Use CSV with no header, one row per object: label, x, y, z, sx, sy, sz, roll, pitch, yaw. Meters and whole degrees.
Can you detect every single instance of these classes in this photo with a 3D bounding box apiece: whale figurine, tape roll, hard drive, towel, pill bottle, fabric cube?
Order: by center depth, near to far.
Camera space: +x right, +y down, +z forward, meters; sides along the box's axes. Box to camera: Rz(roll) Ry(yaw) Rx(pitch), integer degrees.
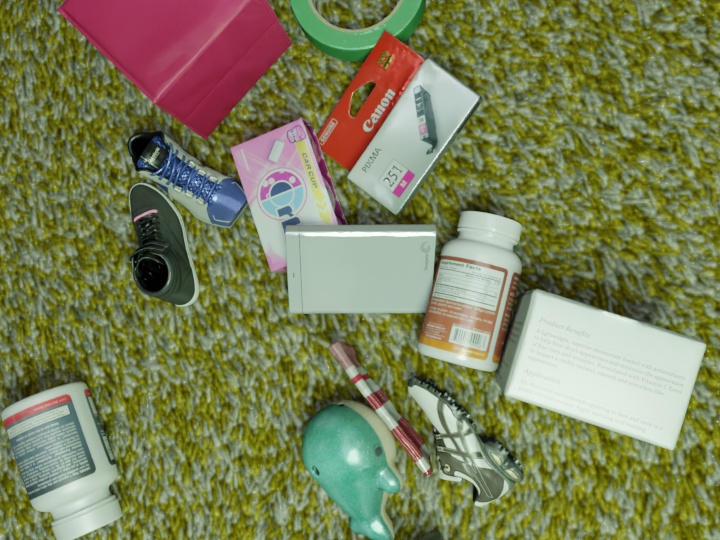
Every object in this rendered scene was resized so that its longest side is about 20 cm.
towel,0.030,0.177,0.941,0.023,0.144,0.200,-38,82,-1
whale figurine,-0.015,0.276,0.943,0.159,0.104,0.201,2,107,46
pill bottle,0.153,0.027,0.956,0.112,0.112,0.201,14,87,8
hard drive,0.000,0.000,0.972,0.199,0.027,0.132,-1,121,-2
fabric cube,-0.248,-0.340,0.992,0.196,0.200,0.199,44,92,7
pill bottle,-0.414,0.271,1.002,0.119,0.120,0.200,-24,82,5
tape roll,-0.004,-0.412,1.045,0.200,0.048,0.201,-1,85,6

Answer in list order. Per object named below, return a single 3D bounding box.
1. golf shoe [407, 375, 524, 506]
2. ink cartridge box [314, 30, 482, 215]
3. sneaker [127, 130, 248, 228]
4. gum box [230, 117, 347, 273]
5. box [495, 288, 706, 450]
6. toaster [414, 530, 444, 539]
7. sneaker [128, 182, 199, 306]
golf shoe,0.123,0.232,0.960,0.200,0.078,0.094,45,92,10
ink cartridge box,0.044,-0.209,0.999,0.173,0.044,0.200,38,107,8
sneaker,-0.262,-0.136,1.019,0.199,0.115,0.081,34,91,9
gum box,-0.095,-0.099,1.014,0.113,0.066,0.200,-20,84,11
box,0.284,0.115,0.887,0.198,0.200,0.131,18,89,9
toaster,0.059,0.432,0.897,0.200,0.181,0.119,-28,81,5
sneaker,-0.298,-0.044,1.025,0.071,0.099,0.200,-24,81,6
